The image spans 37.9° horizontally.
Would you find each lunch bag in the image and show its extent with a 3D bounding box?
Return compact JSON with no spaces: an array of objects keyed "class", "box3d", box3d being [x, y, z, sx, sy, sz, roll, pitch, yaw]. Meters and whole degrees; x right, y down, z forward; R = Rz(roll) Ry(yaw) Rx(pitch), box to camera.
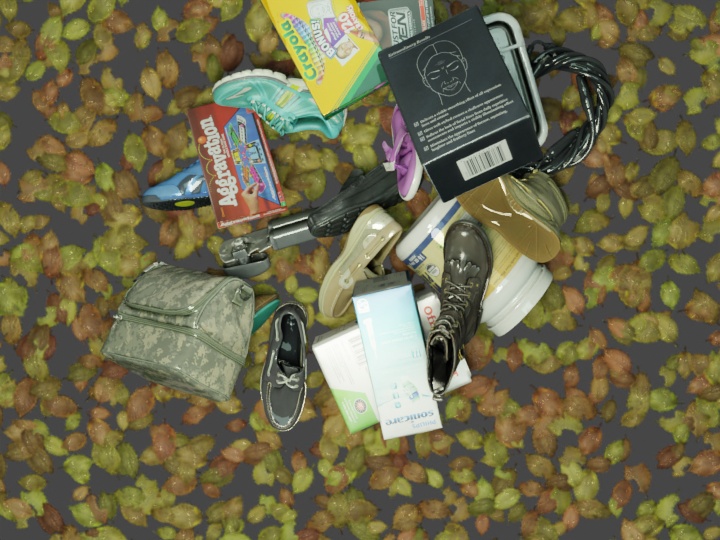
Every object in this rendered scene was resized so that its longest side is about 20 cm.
[{"class":"lunch bag","box3d":[-0.255,0.078,1.511,0.199,0.139,0.169,7,67,40]}]

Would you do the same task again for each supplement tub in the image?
[{"class":"supplement tub","box3d":[0.165,-0.015,1.518,0.200,0.144,0.145,41,95,-2]}]

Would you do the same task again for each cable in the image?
[{"class":"cable","box3d":[0.280,-0.228,1.549,0.162,0.051,0.201,21,101,-9]}]

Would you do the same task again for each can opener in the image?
[{"class":"can opener","box3d":[-0.116,-0.042,1.580,0.199,0.053,0.067,-16,127,3]}]

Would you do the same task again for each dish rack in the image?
[{"class":"dish rack","box3d":[0.163,-0.251,1.496,0.171,0.044,0.201,-18,103,6]}]

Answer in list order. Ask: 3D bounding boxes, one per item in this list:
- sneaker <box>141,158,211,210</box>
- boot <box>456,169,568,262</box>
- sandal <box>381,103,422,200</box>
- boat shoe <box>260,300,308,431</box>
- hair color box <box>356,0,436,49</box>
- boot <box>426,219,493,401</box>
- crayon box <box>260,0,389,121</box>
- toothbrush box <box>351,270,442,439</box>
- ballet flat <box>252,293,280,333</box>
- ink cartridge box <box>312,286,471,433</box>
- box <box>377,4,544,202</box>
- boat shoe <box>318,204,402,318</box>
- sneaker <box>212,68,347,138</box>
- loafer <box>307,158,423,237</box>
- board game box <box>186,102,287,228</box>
[{"class":"sneaker","box3d":[-0.231,-0.140,1.564,0.199,0.066,0.079,-12,81,3]},{"class":"boot","box3d":[0.211,-0.113,1.480,0.200,0.156,0.073,40,120,-1]},{"class":"sandal","box3d":[0.052,-0.170,1.493,0.049,0.203,0.083,8,128,-11]},{"class":"boat shoe","box3d":[-0.115,0.148,1.582,0.072,0.063,0.201,6,95,1]},{"class":"hair color box","box3d":[0.013,-0.341,1.535,0.199,0.061,0.102,-8,96,3]},{"class":"boot","box3d":[0.125,0.050,1.378,0.069,0.174,0.201,5,112,15]},{"class":"crayon box","box3d":[-0.047,-0.328,1.476,0.118,0.058,0.201,-29,91,2]},{"class":"toothbrush box","box3d":[0.050,0.113,1.446,0.085,0.146,0.201,-11,96,3]},{"class":"ballet flat","box3d":[-0.208,0.095,1.587,0.072,0.068,0.200,42,99,17]},{"class":"ink cartridge box","box3d":[0.048,0.131,1.565,0.199,0.084,0.146,-24,95,4]},{"class":"box","box3d":[0.130,-0.218,1.377,0.148,0.107,0.201,-24,60,9]},{"class":"boat shoe","box3d":[0.000,0.000,1.530,0.065,0.072,0.201,39,121,19]},{"class":"sneaker","box3d":[-0.117,-0.239,1.520,0.199,0.078,0.080,8,71,-7]},{"class":"loafer","box3d":[0.001,-0.112,1.533,0.200,0.068,0.071,-30,70,-23]},{"class":"board game box","box3d":[-0.181,-0.161,1.522,0.102,0.019,0.201,-16,65,-7]}]
